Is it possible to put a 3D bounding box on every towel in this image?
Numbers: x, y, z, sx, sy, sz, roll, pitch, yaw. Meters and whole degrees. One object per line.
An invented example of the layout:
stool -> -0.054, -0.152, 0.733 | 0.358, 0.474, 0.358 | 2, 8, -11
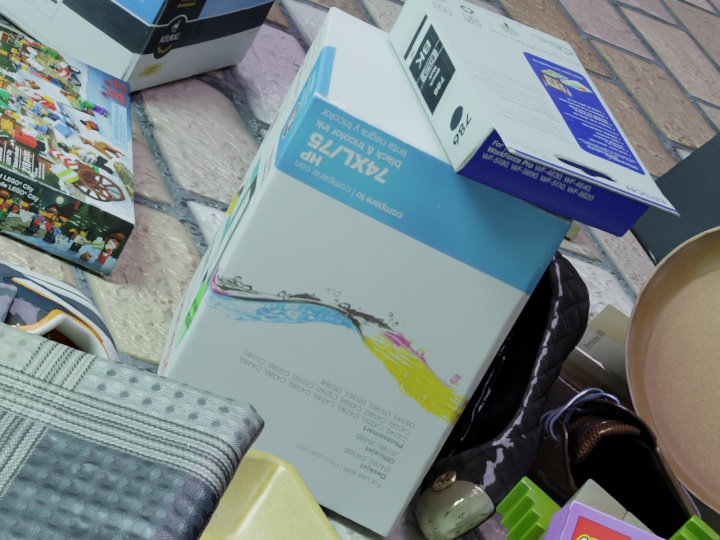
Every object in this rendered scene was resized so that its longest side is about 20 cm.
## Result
towel -> -0.164, 0.089, 1.076 | 0.199, 0.035, 0.193 | 19, 39, 10

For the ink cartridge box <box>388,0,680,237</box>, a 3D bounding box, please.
ink cartridge box -> 0.082, -0.074, 1.300 | 0.099, 0.039, 0.200 | 20, 22, -21

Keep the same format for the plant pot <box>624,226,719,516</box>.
plant pot -> 0.243, 0.066, 1.504 | 0.198, 0.028, 0.201 | 5, 63, -10

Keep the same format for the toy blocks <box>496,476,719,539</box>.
toy blocks -> 0.131, 0.196, 1.267 | 0.200, 0.100, 0.137 | 42, 35, 3

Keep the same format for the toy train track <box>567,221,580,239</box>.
toy train track -> 0.073, -0.073, 1.858 | 0.199, 0.033, 0.115 | 21, 23, -22

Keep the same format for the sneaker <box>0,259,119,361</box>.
sneaker -> -0.194, 0.025, 1.216 | 0.199, 0.079, 0.079 | 16, 21, -34

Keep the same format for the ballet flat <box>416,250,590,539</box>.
ballet flat -> 0.070, 0.066, 1.416 | 0.057, 0.066, 0.201 | 55, 43, -29

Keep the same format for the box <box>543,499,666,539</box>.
box -> 0.159, 0.207, 1.192 | 0.199, 0.138, 0.039 | 24, -20, -4

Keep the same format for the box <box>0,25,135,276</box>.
box -> -0.198, -0.081, 1.504 | 0.136, 0.038, 0.200 | 24, 22, -17

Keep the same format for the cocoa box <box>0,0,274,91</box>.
cocoa box -> -0.139, -0.216, 1.755 | 0.133, 0.132, 0.200 | 35, 21, 12

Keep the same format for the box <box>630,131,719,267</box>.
box -> 0.282, 0.038, 1.685 | 0.200, 0.104, 0.182 | 51, 6, -37

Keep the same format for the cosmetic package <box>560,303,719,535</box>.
cosmetic package -> 0.200, 0.112, 1.556 | 0.199, 0.071, 0.105 | 34, 22, 8

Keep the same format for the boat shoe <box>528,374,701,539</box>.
boat shoe -> 0.131, 0.102, 1.449 | 0.072, 0.073, 0.200 | -33, 56, -21

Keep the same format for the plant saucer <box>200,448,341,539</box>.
plant saucer -> -0.080, 0.145, 1.141 | 0.199, 0.049, 0.200 | 14, 26, -37

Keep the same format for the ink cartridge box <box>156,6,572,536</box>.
ink cartridge box -> 0.000, 0.000, 1.361 | 0.145, 0.201, 0.147 | 26, 21, -8
